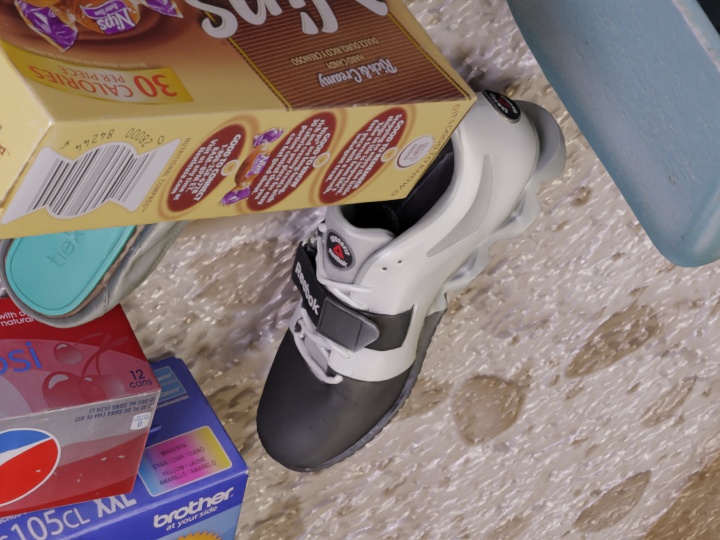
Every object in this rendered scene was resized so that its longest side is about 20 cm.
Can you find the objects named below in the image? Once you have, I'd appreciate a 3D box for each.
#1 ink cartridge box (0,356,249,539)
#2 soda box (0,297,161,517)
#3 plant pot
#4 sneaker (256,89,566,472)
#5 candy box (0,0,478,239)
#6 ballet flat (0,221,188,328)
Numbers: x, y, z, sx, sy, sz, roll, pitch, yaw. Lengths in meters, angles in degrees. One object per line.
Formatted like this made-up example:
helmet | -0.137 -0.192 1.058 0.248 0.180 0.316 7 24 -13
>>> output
ink cartridge box | -0.131 0.124 1.258 0.136 0.076 0.201 -20 145 -25
soda box | -0.185 0.062 1.107 0.199 0.064 0.070 -8 141 -27
plant pot | 0.164 -0.113 1.121 0.195 0.196 0.200 -23 158 -20
sneaker | 0.000 0.000 1.222 0.088 0.074 0.201 13 115 -52
candy box | -0.067 -0.075 0.912 0.199 0.117 0.057 -8 143 -47
ballet flat | -0.072 -0.061 1.085 0.200 0.067 0.064 -50 174 24
